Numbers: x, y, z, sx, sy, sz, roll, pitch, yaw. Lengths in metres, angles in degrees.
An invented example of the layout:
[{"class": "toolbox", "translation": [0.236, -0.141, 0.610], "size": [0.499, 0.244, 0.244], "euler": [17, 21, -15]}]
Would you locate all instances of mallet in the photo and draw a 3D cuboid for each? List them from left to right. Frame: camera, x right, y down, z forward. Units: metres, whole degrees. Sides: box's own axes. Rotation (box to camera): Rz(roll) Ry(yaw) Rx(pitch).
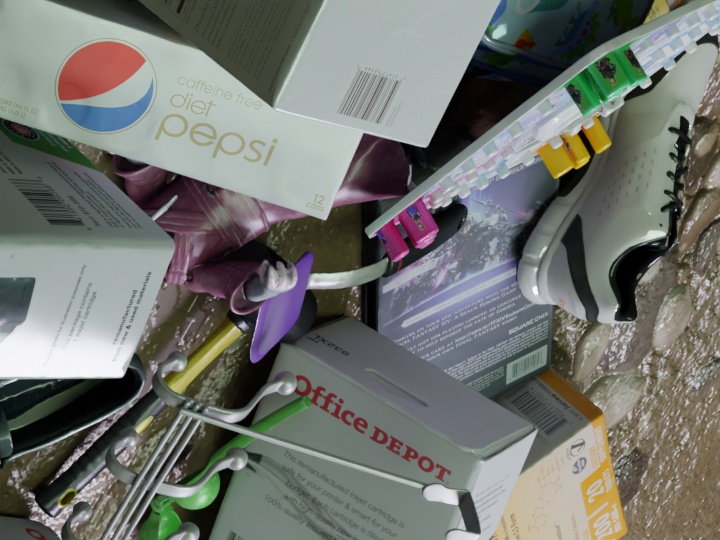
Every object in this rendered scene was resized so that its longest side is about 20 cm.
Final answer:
[{"class": "mallet", "translation": [-0.113, 0.062, 1.628], "size": [0.200, 0.041, 0.066], "euler": [-40, 141, -6]}]

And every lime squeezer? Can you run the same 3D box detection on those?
[{"class": "lime squeezer", "translation": [-0.093, 0.148, 1.683], "size": [0.038, 0.070, 0.201], "euler": [-11, 127, -55]}]

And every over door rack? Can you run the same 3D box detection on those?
[{"class": "over door rack", "translation": [-0.050, 0.135, 1.607], "size": [0.199, 0.067, 0.148], "euler": [26, 128, -10]}]

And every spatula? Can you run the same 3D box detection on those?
[{"class": "spatula", "translation": [0.000, 0.000, 1.639], "size": [0.199, 0.021, 0.057], "euler": [-25, 141, -43]}]

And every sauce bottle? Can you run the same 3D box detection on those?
[{"class": "sauce bottle", "translation": [0.099, -0.116, 1.663], "size": [0.200, 0.066, 0.066], "euler": [-41, 140, -7]}]

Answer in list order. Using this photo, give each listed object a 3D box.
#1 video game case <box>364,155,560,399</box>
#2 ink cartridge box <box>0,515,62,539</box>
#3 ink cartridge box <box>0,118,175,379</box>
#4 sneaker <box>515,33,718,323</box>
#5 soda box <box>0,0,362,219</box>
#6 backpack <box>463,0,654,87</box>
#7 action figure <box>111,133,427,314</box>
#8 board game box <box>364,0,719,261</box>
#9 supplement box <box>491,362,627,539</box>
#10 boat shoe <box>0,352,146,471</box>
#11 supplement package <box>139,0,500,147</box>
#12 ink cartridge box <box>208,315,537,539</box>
[{"class": "video game case", "translation": [0.063, 0.008, 1.761], "size": [0.142, 0.019, 0.201], "euler": [-25, 133, -28]}, {"class": "ink cartridge box", "translation": [-0.224, 0.195, 1.538], "size": [0.199, 0.145, 0.084], "euler": [15, 109, -48]}, {"class": "ink cartridge box", "translation": [-0.215, -0.017, 1.381], "size": [0.199, 0.147, 0.083], "euler": [2, 120, -43]}, {"class": "sneaker", "translation": [0.176, -0.057, 1.756], "size": [0.074, 0.080, 0.201], "euler": [20, 97, -55]}, {"class": "soda box", "translation": [-0.099, -0.093, 1.427], "size": [0.199, 0.064, 0.068], "euler": [17, 111, -17]}, {"class": "backpack", "translation": [0.084, -0.186, 1.512], "size": [0.199, 0.146, 0.184], "euler": [12, 101, -55]}, {"class": "action figure", "translation": [-0.073, -0.049, 1.554], "size": [0.199, 0.134, 0.149], "euler": [-33, -177, 0]}, {"class": "board game box", "translation": [0.123, -0.085, 1.537], "size": [0.200, 0.026, 0.200], "euler": [-27, 173, -48]}, {"class": "supplement box", "translation": [0.071, 0.169, 1.851], "size": [0.199, 0.073, 0.126], "euler": [-35, 138, -17]}, {"class": "boat shoe", "translation": [-0.205, 0.075, 1.527], "size": [0.199, 0.062, 0.073], "euler": [-23, 133, -30]}, {"class": "supplement package", "translation": [-0.039, -0.161, 1.389], "size": [0.113, 0.200, 0.110], "euler": [12, 111, -46]}, {"class": "ink cartridge box", "translation": [-0.002, 0.151, 1.702], "size": [0.084, 0.145, 0.201], "euler": [-21, 137, -59]}]
